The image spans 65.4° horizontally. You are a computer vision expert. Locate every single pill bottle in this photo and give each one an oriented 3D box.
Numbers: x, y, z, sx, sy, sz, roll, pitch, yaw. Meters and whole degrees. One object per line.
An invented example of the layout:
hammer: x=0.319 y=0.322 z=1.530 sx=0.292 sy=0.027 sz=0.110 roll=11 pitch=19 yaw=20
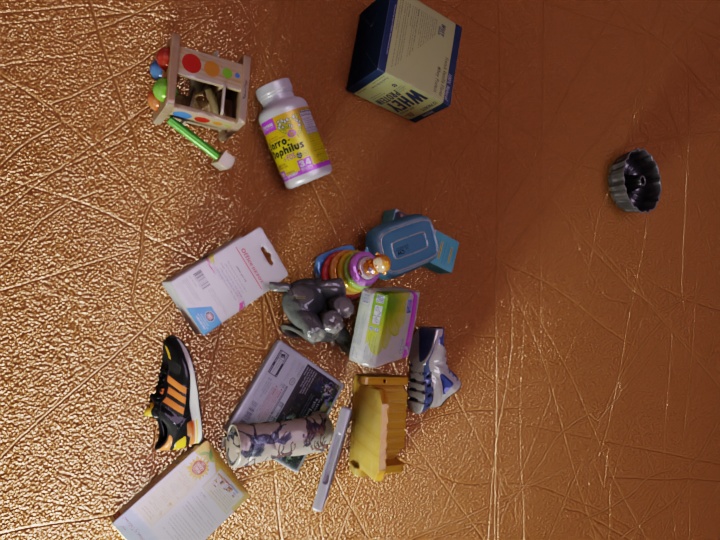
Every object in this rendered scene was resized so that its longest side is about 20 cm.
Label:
pill bottle: x=-0.138 y=-0.272 z=1.121 sx=0.104 sy=0.104 sz=0.201 roll=-27 pitch=101 yaw=-30

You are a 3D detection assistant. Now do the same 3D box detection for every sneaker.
sneaker: x=-0.337 y=0.218 z=0.985 sx=0.090 sy=0.070 sz=0.201 roll=-12 pitch=95 yaw=-35
sneaker: x=0.176 y=0.229 z=1.303 sx=0.115 sy=0.080 sz=0.201 roll=8 pitch=89 yaw=-35

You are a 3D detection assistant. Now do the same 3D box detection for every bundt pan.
bundt pan: x=0.841 y=-0.271 z=1.739 sx=0.201 sy=0.076 sz=0.203 roll=3 pitch=85 yaw=-31

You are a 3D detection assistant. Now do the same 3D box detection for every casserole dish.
casserole dish: x=0.099 y=-0.055 z=1.233 sx=0.199 sy=0.039 sz=0.122 roll=-20 pitch=98 yaw=-29

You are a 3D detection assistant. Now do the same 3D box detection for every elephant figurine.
elephant figurine: x=-0.091 y=0.098 z=1.124 sx=0.141 sy=0.200 sz=0.156 roll=-21 pitch=74 yaw=-15

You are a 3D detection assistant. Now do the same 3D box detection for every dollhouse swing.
dollhouse swing: x=0.067 y=0.325 z=1.164 sx=0.181 sy=0.175 sz=0.201 roll=8 pitch=82 yaw=-32

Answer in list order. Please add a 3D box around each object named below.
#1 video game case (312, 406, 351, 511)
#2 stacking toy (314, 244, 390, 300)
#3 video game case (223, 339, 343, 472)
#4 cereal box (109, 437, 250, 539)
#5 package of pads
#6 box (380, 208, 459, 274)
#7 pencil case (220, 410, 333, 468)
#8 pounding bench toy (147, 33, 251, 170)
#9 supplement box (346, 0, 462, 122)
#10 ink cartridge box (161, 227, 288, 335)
video game case: x=-0.051 y=0.357 z=1.091 sx=0.022 sy=0.200 sz=0.183 roll=16 pitch=76 yaw=3
stacking toy: x=0.000 y=0.000 z=1.129 sx=0.109 sy=0.200 sz=0.117 roll=-22 pitch=94 yaw=-31
video game case: x=-0.148 y=0.272 z=1.127 sx=0.182 sy=0.023 sz=0.201 roll=39 pitch=67 yaw=-23
cereal box: x=-0.317 y=0.421 z=1.003 sx=0.200 sy=0.039 sz=0.144 roll=-39 pitch=106 yaw=-27
package of pads: x=0.052 y=0.116 z=1.170 sx=0.200 sy=0.068 sz=0.156 roll=3 pitch=99 yaw=-64
box: x=0.135 y=-0.065 z=1.307 sx=0.199 sy=0.049 sz=0.083 roll=23 pitch=75 yaw=-29
pencil case: x=-0.155 y=0.315 z=1.057 sx=0.199 sy=0.089 sz=0.078 roll=0 pitch=78 yaw=-29
pounding bench toy: x=-0.299 y=-0.290 z=1.010 sx=0.155 sy=0.124 sz=0.201 roll=6 pitch=84 yaw=-31
supplement box: x=0.099 y=-0.476 z=1.261 sx=0.199 sy=0.134 sz=0.201 roll=16 pitch=79 yaw=-30
ink cartridge box: x=-0.250 y=0.016 z=1.054 sx=0.200 sy=0.068 sz=0.116 roll=-36 pitch=106 yaw=-28
